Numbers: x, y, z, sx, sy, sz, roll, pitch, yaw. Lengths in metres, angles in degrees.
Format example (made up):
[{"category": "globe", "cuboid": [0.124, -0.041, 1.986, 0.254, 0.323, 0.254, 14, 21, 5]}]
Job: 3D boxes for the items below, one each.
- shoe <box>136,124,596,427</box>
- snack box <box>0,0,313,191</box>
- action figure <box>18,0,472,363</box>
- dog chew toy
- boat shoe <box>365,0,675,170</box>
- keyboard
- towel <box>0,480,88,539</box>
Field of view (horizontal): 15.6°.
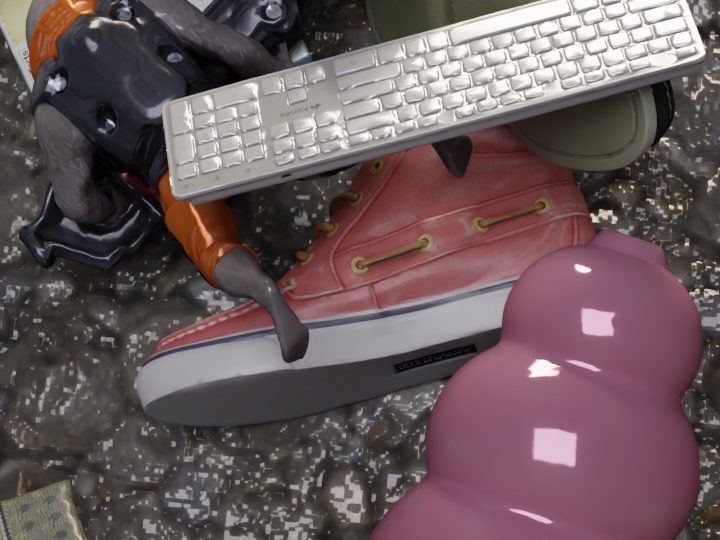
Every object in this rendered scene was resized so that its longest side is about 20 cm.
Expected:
[{"category": "shoe", "cuboid": [0.000, 0.000, 1.080, 0.199, 0.072, 0.092, -13, 71, -1]}, {"category": "snack box", "cuboid": [-0.112, -0.144, 1.152, 0.116, 0.037, 0.201, -27, 72, 0]}, {"category": "action figure", "cuboid": [-0.052, -0.078, 1.047, 0.193, 0.105, 0.201, 30, 77, 26]}, {"category": "dog chew toy", "cuboid": [0.074, 0.083, 1.004, 0.124, 0.125, 0.201, 18, 88, 13]}, {"category": "boat shoe", "cuboid": [0.076, -0.093, 1.056, 0.066, 0.199, 0.075, -16, 110, -25]}, {"category": "keyboard", "cuboid": [0.025, -0.069, 0.963, 0.199, 0.011, 0.057, -15, 48, 3]}, {"category": "towel", "cuboid": [-0.168, 0.178, 0.933, 0.191, 0.035, 0.200, -21, 41, -3]}]
